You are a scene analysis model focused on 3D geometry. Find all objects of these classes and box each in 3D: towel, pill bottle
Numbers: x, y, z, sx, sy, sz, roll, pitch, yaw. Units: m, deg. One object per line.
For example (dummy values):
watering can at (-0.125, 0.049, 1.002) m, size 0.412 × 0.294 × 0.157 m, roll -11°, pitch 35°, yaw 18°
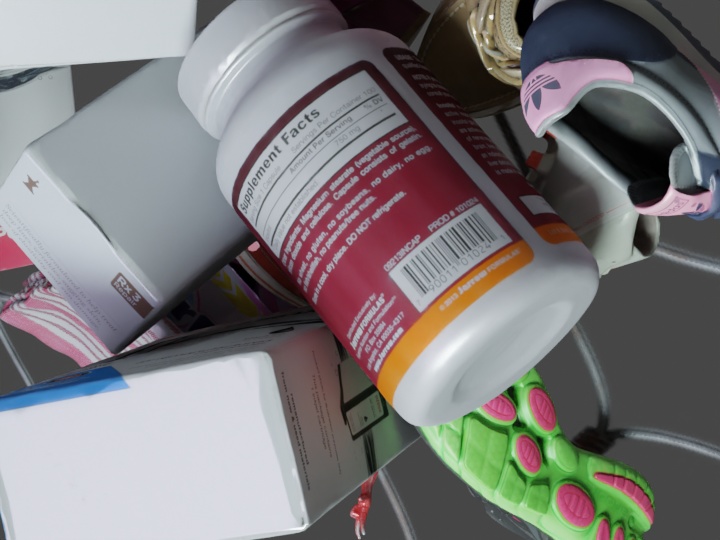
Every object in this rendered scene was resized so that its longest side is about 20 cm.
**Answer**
towel at (-0.137, 0.055, 1.066) m, size 0.146 × 0.030 × 0.200 m, roll 43°, pitch 161°, yaw -13°
pill bottle at (0.007, -0.036, 0.823) m, size 0.200 × 0.113 × 0.113 m, roll 51°, pitch 144°, yaw 19°

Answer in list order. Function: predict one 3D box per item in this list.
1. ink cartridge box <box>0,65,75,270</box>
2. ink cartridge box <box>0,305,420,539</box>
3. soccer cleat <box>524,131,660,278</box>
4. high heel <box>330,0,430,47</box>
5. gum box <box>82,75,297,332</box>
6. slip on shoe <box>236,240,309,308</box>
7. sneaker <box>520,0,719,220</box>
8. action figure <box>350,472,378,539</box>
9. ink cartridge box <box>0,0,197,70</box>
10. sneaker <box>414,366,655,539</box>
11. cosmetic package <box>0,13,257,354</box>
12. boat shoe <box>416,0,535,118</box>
ink cartridge box at (-0.231, -0.113, 1.042) m, size 0.145 × 0.084 × 0.200 m, roll 22°, pitch 119°, yaw 53°
ink cartridge box at (-0.068, 0.073, 0.866) m, size 0.146 × 0.200 × 0.084 m, roll -12°, pitch 93°, yaw 17°
soccer cleat at (0.101, -0.015, 0.879) m, size 0.077 × 0.069 × 0.200 m, roll 27°, pitch 143°, yaw -1°
high heel at (0.008, -0.173, 0.841) m, size 0.096 × 0.067 × 0.200 m, roll 37°, pitch 154°, yaw 2°
gum box at (-0.094, -0.010, 1.070) m, size 0.200 × 0.066 × 0.114 m, roll 47°, pitch 143°, yaw 3°
slip on shoe at (0.000, 0.000, 0.987) m, size 0.200 × 0.074 × 0.061 m, roll 42°, pitch 136°, yaw 2°
sneaker at (0.148, -0.040, 0.756) m, size 0.200 × 0.082 × 0.070 m, roll 29°, pitch 140°, yaw -13°
action figure at (-0.029, 0.117, 1.048) m, size 0.065 × 0.099 × 0.200 m, roll 18°, pitch 153°, yaw -4°
ink cartridge box at (-0.157, -0.216, 0.841) m, size 0.147 × 0.146 × 0.200 m, roll -118°, pitch 28°, yaw -51°
sneaker at (0.075, 0.099, 0.945) m, size 0.084 × 0.077 × 0.200 m, roll 0°, pitch 143°, yaw 47°
cosmetic package at (-0.080, -0.058, 0.910) m, size 0.102 × 0.200 × 0.074 m, roll 49°, pitch 143°, yaw 1°
boat shoe at (0.077, -0.120, 0.815) m, size 0.071 × 0.065 × 0.200 m, roll 51°, pitch 142°, yaw -1°
